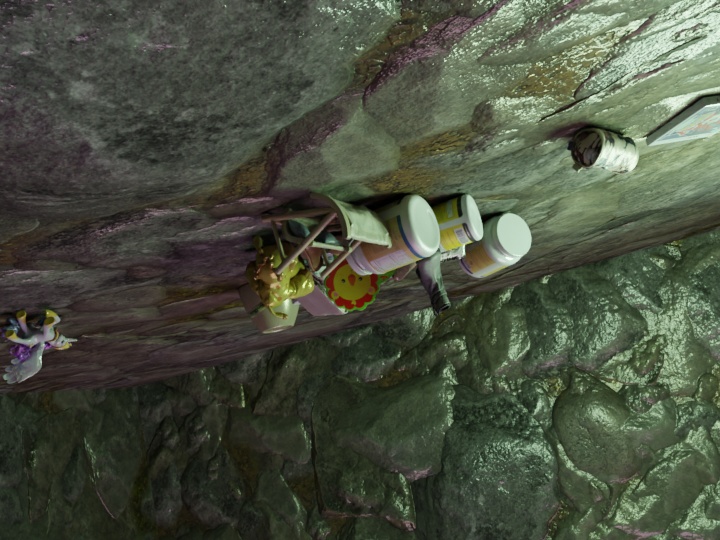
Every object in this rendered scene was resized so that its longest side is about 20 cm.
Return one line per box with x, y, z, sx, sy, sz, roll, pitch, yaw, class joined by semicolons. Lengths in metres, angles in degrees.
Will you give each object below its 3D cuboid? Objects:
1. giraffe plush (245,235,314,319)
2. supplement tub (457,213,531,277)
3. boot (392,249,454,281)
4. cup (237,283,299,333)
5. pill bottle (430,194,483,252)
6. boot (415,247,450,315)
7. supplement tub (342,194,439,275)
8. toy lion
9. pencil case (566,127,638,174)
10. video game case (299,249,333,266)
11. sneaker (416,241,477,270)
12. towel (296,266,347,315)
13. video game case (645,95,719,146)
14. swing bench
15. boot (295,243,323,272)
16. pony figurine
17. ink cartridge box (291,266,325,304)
-0.203;-0.004;1.615;0.170;0.201;0.164;24;142;12;giraffe plush
0.385;-0.073;1.985;0.143;0.149;0.199;-7;167;-29;supplement tub
0.174;-0.057;1.780;0.144;0.203;0.071;-1;142;35;boot
-0.269;0.111;2.115;0.196;0.146;0.200;-13;168;-3;cup
0.192;-0.103;1.688;0.197;0.117;0.114;-18;168;23;pill bottle
0.186;0.031;1.670;0.069;0.134;0.200;-21;163;1;boot
0.069;-0.077;1.587;0.197;0.148;0.144;-20;167;33;supplement tub
0.000;0.000;1.737;0.196;0.196;0.069;-12;-176;-6;toy lion
0.517;-0.248;1.447;0.198;0.078;0.090;-2;140;-45;pencil case
-0.141;-0.017;1.910;0.178;0.023;0.200;-15;169;7;video game case
0.241;-0.053;1.861;0.200;0.088;0.076;-43;172;1;sneaker
-0.135;0.055;1.822;0.131;0.035;0.200;-4;140;41;towel
0.752;-0.329;1.483;0.178;0.023;0.200;-11;168;-14;video game case
-0.068;-0.082;1.461;0.197;0.132;0.198;-25;165;24;swing bench
-0.108;-0.051;1.703;0.074;0.075;0.200;-23;163;0;boot
-0.866;0.182;1.804;0.190;0.169;0.201;-18;155;-15;pony figurine
-0.111;0.036;1.928;0.114;0.069;0.199;-5;166;-30;ink cartridge box
